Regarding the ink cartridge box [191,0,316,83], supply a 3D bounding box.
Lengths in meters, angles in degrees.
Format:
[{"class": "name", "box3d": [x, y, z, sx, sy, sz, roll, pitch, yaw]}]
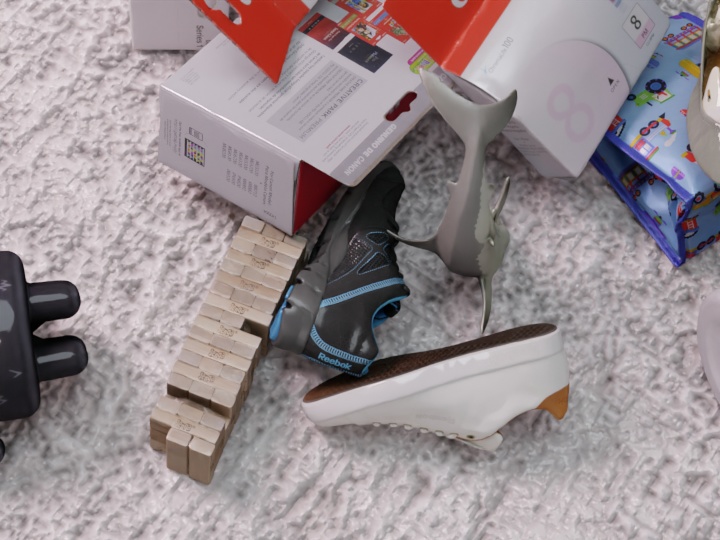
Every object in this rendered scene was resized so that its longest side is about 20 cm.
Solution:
[{"class": "ink cartridge box", "box3d": [-0.080, -0.264, 1.413, 0.162, 0.057, 0.201, 43, 35, -28]}]

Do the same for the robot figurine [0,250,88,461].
[{"class": "robot figurine", "box3d": [-0.296, 0.052, 1.343, 0.198, 0.125, 0.151, -7, 55, -10]}]

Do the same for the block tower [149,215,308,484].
[{"class": "block tower", "box3d": [-0.097, 0.053, 1.402, 0.054, 0.058, 0.201, 20, 61, 5]}]

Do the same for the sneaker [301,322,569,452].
[{"class": "sneaker", "box3d": [0.058, 0.102, 1.385, 0.198, 0.073, 0.085, -12, 102, 6]}]

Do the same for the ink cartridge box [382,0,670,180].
[{"class": "ink cartridge box", "box3d": [0.132, -0.194, 1.441, 0.200, 0.057, 0.163, 45, 68, -30]}]

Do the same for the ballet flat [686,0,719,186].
[{"class": "ballet flat", "box3d": [0.284, -0.149, 1.444, 0.067, 0.064, 0.201, 0, 46, 11]}]

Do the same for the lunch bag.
[{"class": "lunch bag", "box3d": [0.254, -0.129, 1.523, 0.150, 0.094, 0.200, -31, 60, -17]}]

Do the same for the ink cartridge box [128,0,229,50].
[{"class": "ink cartridge box", "box3d": [-0.152, -0.300, 1.532, 0.084, 0.146, 0.201, -2, 62, -5]}]

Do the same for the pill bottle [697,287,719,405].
[{"class": "pill bottle", "box3d": [0.365, 0.043, 1.420, 0.198, 0.112, 0.113, -16, 64, -14]}]

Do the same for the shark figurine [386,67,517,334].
[{"class": "shark figurine", "box3d": [0.063, -0.041, 1.383, 0.089, 0.215, 0.129, 8, 62, 11]}]

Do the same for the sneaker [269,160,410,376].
[{"class": "sneaker", "box3d": [0.000, 0.000, 1.426, 0.081, 0.073, 0.201, 27, 51, -1]}]

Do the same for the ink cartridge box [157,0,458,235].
[{"class": "ink cartridge box", "box3d": [-0.029, -0.128, 1.456, 0.175, 0.084, 0.200, 29, 51, 19]}]
